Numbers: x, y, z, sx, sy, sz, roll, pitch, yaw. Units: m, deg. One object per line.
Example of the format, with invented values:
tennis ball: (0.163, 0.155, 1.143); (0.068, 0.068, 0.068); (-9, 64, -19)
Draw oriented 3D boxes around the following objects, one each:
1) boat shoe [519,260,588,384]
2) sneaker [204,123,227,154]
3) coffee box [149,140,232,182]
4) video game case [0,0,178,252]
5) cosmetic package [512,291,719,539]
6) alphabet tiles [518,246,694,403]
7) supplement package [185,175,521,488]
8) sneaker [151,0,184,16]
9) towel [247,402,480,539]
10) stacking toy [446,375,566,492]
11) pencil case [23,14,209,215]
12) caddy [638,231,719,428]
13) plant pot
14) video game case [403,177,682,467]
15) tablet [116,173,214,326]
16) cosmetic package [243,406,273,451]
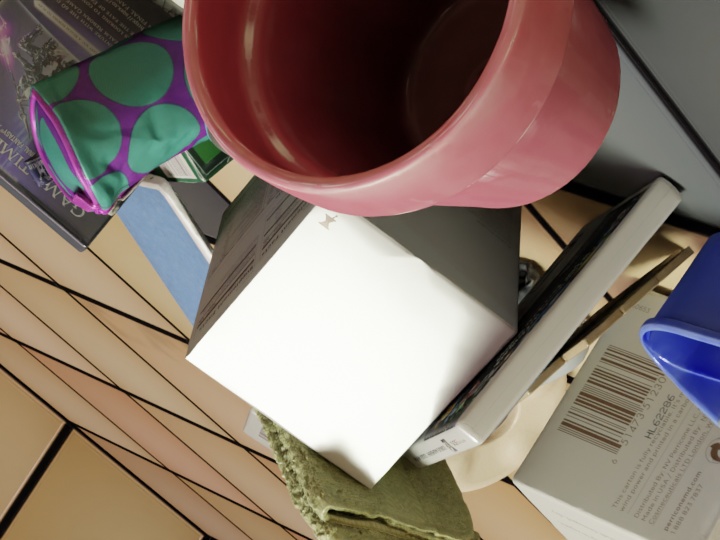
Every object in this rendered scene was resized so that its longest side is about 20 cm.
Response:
boat shoe: (0.064, 0.066, 1.988); (0.091, 0.200, 0.071); (49, -164, -37)
sneaker: (0.003, -0.115, 1.544); (0.199, 0.073, 0.082); (-11, 146, 8)
coffee box: (-0.109, -0.111, 1.831); (0.044, 0.123, 0.200); (54, 163, -16)
video game case: (-0.169, -0.131, 1.703); (0.143, 0.200, 0.019); (40, 159, -6)
cosmetic package: (0.245, 0.145, 1.830); (0.166, 0.168, 0.200); (20, 163, 42)
alphabet tiles: (0.138, 0.045, 1.713); (0.008, 0.167, 0.200); (50, 154, 2)
supplement package: (0.000, 0.000, 1.727); (0.152, 0.151, 0.200); (36, -156, -13)
sneaker: (-0.074, -0.188, 1.621); (0.199, 0.076, 0.077); (27, 149, 13)
towel: (-0.004, 0.118, 1.750); (0.148, 0.037, 0.200); (19, -149, -38)
stacking toy: (0.058, 0.068, 2.174); (0.200, 0.146, 0.146); (47, 178, 38)
pencil case: (-0.108, -0.108, 1.662); (0.085, 0.199, 0.093); (4, 119, 63)
caddy: (0.259, 0.060, 1.618); (0.200, 0.105, 0.141); (17, 159, 51)
plant pot: (0.037, -0.115, 1.366); (0.200, 0.201, 0.179); (24, 180, 33)
video game case: (0.110, 0.036, 1.679); (0.023, 0.200, 0.182); (41, 167, -2)
tablet: (-0.106, 0.014, 1.854); (0.200, 0.014, 0.130); (57, 161, -20)
cosmetic package: (-0.003, 0.047, 1.991); (0.071, 0.200, 0.101); (32, 168, 2)
